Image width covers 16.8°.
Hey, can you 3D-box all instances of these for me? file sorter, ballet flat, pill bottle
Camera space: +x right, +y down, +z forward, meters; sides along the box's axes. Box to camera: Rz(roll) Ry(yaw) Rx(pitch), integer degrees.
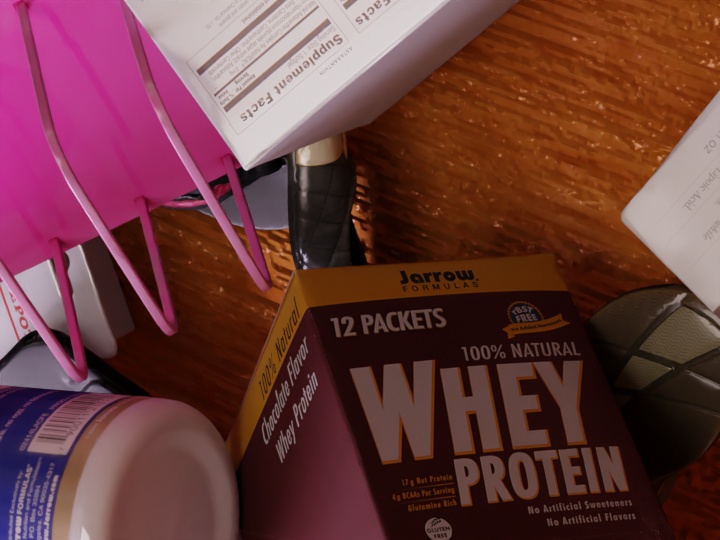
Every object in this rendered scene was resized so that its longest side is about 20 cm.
[{"bbox_3d":[-0.157,-0.025,1.074,0.199,0.126,0.139,-25,131,5],"label":"file sorter"},{"bbox_3d":[0.000,0.000,1.180,0.056,0.067,0.201,-8,122,10],"label":"ballet flat"},{"bbox_3d":[-0.165,0.111,1.131,0.199,0.116,0.117,3,110,33],"label":"pill bottle"}]

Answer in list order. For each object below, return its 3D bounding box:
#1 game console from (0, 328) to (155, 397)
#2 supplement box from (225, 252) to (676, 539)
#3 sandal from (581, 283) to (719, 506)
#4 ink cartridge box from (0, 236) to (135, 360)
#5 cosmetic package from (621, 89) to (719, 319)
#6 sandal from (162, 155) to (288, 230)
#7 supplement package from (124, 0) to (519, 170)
[{"bbox_3d":[-0.145,0.161,1.255,0.200,0.119,0.172,37,121,-18],"label":"game console"},{"bbox_3d":[0.032,0.133,1.093,0.198,0.132,0.201,114,145,-47],"label":"supplement box"},{"bbox_3d":[0.132,0.073,1.132,0.082,0.055,0.201,34,139,20],"label":"sandal"},{"bbox_3d":[-0.199,-0.001,1.314,0.199,0.067,0.117,-12,101,37],"label":"ink cartridge box"},{"bbox_3d":[0.222,0.001,1.019,0.200,0.081,0.113,45,125,12],"label":"cosmetic package"},{"bbox_3d":[-0.104,-0.065,1.212,0.199,0.045,0.076,19,121,6],"label":"sandal"},{"bbox_3d":[-0.028,-0.176,1.053,0.150,0.152,0.200,-38,86,24],"label":"supplement package"}]
